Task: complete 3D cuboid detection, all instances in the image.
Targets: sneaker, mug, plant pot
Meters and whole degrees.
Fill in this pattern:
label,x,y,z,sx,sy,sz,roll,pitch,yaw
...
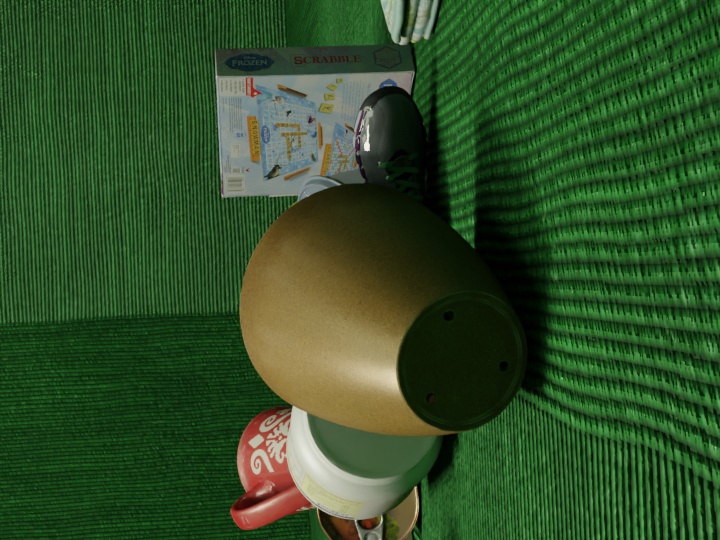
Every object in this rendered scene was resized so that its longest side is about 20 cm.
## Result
label,x,y,z,sx,sy,sz,roll,pitch,yaw
sneaker,0.044,-0.073,1.138,0.088,0.074,0.200,-128,25,-47
mug,-0.050,0.240,1.440,0.200,0.133,0.178,-19,46,55
plant pot,0.029,0.041,0.856,0.200,0.186,0.187,-154,60,-68

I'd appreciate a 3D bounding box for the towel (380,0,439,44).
label,x,y,z,sx,sy,sz,roll,pitch,yaw
towel,0.042,-0.318,1.061,0.200,0.048,0.172,101,164,-65

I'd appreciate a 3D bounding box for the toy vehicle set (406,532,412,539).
label,x,y,z,sx,sy,sz,roll,pitch,yaw
toy vehicle set,0.039,0.354,1.460,0.200,0.026,0.125,97,168,-57

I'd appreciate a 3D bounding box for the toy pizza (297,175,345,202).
label,x,y,z,sx,sy,sz,roll,pitch,yaw
toy pizza,0.011,-0.007,1.150,0.200,0.032,0.200,45,157,25

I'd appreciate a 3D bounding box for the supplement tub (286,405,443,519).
label,x,y,z,sx,sy,sz,roll,pitch,yaw
supplement tub,0.003,0.157,1.173,0.200,0.145,0.145,106,160,-70

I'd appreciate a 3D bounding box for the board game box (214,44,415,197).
label,x,y,z,sx,sy,sz,roll,pitch,yaw
board game box,-0.051,-0.155,1.287,0.200,0.199,0.041,98,168,-57

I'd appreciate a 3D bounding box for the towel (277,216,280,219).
label,x,y,z,sx,sy,sz,roll,pitch,yaw
towel,-0.072,0.052,1.312,0.200,0.022,0.147,110,142,-55

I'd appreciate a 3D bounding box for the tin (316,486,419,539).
label,x,y,z,sx,sy,sz,roll,pitch,yaw
tin,0.004,0.207,1.316,0.042,0.112,0.201,-74,-22,-80

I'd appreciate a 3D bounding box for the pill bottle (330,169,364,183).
label,x,y,z,sx,sy,sz,roll,pitch,yaw
pill bottle,0.000,0.000,1.290,0.109,0.109,0.201,-106,14,-64

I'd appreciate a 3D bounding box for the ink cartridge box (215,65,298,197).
label,x,y,z,sx,sy,sz,roll,pitch,yaw
ink cartridge box,-0.060,-0.154,1.364,0.200,0.199,0.041,96,169,-57

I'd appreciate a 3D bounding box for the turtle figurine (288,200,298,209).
label,x,y,z,sx,sy,sz,roll,pitch,yaw
turtle figurine,-0.033,-0.021,1.406,0.161,0.064,0.201,48,-126,-54
